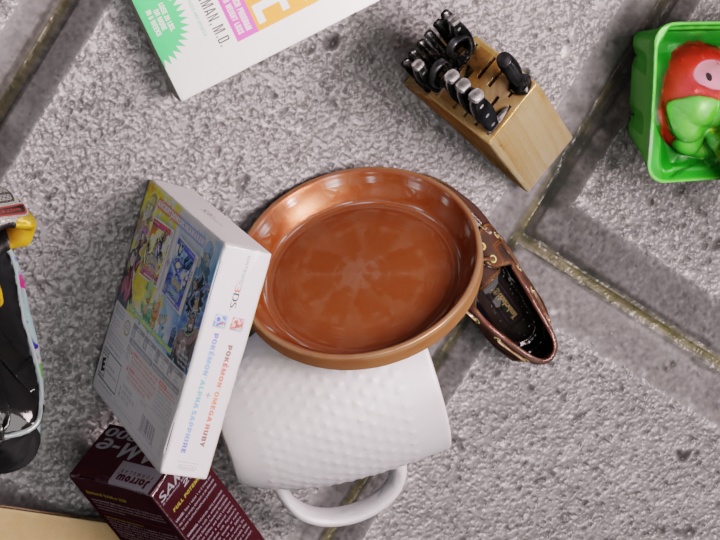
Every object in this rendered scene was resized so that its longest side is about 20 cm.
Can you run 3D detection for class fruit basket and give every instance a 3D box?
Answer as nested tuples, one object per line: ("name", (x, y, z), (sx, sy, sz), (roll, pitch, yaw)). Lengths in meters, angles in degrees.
("fruit basket", (0.336, -0.130, 1.755), (0.214, 0.216, 0.156), (-4, 107, -18))

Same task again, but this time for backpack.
("backpack", (-0.333, 0.061, 1.591), (0.177, 0.151, 0.201), (-7, 70, -17))

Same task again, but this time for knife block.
("knife block", (0.113, -0.129, 1.691), (0.200, 0.176, 0.064), (40, 91, -24))

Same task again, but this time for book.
("book", (-0.086, -0.239, 1.667), (0.199, 0.048, 0.134), (-28, 108, -7))

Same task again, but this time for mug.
("mug", (-0.026, 0.126, 1.738), (0.174, 0.148, 0.201), (-18, 120, -6))

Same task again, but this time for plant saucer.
("plant saucer", (0.000, 0.000, 1.689), (0.199, 0.201, 0.032), (-25, 139, -11))

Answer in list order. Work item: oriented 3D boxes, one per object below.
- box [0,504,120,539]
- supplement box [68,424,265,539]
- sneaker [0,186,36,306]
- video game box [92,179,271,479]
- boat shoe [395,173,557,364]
("box", (-0.252, 0.301, 1.743), (0.163, 0.021, 0.201), (12, 89, -28))
("supplement box", (-0.138, 0.219, 1.719), (0.061, 0.108, 0.200), (-53, 128, -27))
("sneaker", (-0.299, 0.013, 1.494), (0.082, 0.078, 0.201), (28, 61, 2))
("video game box", (-0.143, 0.041, 1.641), (0.047, 0.200, 0.183), (9, 103, -25))
("boat shoe", (0.101, 0.000, 1.783), (0.070, 0.070, 0.200), (-44, 113, -2))
